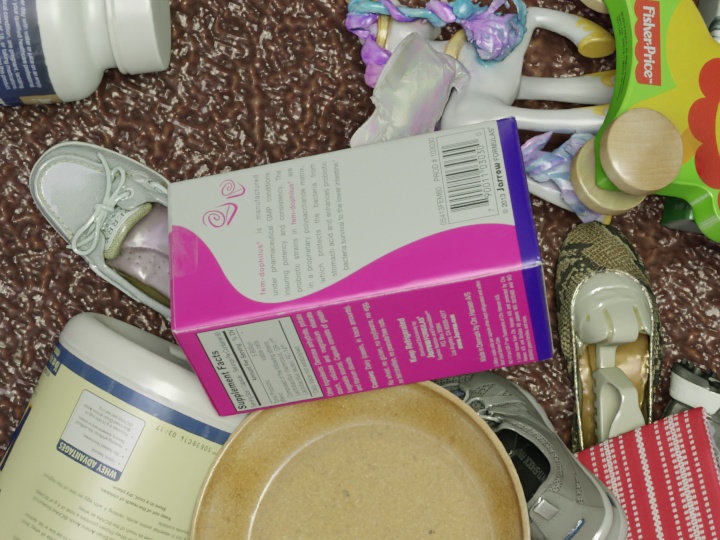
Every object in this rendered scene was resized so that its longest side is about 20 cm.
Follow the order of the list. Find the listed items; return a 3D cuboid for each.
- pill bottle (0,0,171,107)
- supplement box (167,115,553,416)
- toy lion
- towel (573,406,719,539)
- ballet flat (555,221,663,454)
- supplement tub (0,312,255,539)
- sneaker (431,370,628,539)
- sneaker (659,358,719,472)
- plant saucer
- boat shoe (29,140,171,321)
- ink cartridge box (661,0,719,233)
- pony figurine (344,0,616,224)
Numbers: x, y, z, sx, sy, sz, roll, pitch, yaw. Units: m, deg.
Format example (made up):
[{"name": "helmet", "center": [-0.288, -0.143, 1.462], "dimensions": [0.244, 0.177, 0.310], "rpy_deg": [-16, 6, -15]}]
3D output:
[{"name": "pill bottle", "center": [-0.224, -0.159, 0.996], "dimensions": [0.198, 0.111, 0.112], "rpy_deg": [-4, 89, 2]}, {"name": "supplement box", "center": [0.000, 0.000, 0.880], "dimensions": [0.198, 0.104, 0.102], "rpy_deg": [-9, 56, 5]}, {"name": "toy lion", "center": [0.220, -0.103, 0.916], "dimensions": [0.190, 0.069, 0.202], "rpy_deg": [4, 77, -12]}, {"name": "towel", "center": [0.129, 0.176, 0.931], "dimensions": [0.199, 0.022, 0.146], "rpy_deg": [-27, 47, 24]}, {"name": "ballet flat", "center": [0.162, 0.067, 0.996], "dimensions": [0.067, 0.075, 0.202], "rpy_deg": [-3, 88, 0]}, {"name": "supplement tub", "center": [-0.153, 0.143, 0.970], "dimensions": [0.144, 0.145, 0.201], "rpy_deg": [26, 89, 2]}, {"name": "sneaker", "center": [0.079, 0.100, 0.952], "dimensions": [0.075, 0.200, 0.082], "rpy_deg": [-51, 131, -3]}, {"name": "sneaker", "center": [0.269, 0.133, 0.993], "dimensions": [0.199, 0.066, 0.091], "rpy_deg": [23, 96, -7]}, {"name": "plant saucer", "center": [0.001, 0.157, 0.893], "dimensions": [0.198, 0.035, 0.202], "rpy_deg": [-5, 72, 15]}, {"name": "boat shoe", "center": [-0.129, -0.012, 1.012], "dimensions": [0.202, 0.065, 0.075], "rpy_deg": [41, 90, 2]}, {"name": "ink cartridge box", "center": [0.281, -0.116, 0.992], "dimensions": [0.145, 0.083, 0.202], "rpy_deg": [9, 88, 1]}, {"name": "pony figurine", "center": [0.068, -0.094, 0.981], "dimensions": [0.198, 0.167, 0.194], "rpy_deg": [13, 57, 5]}]
